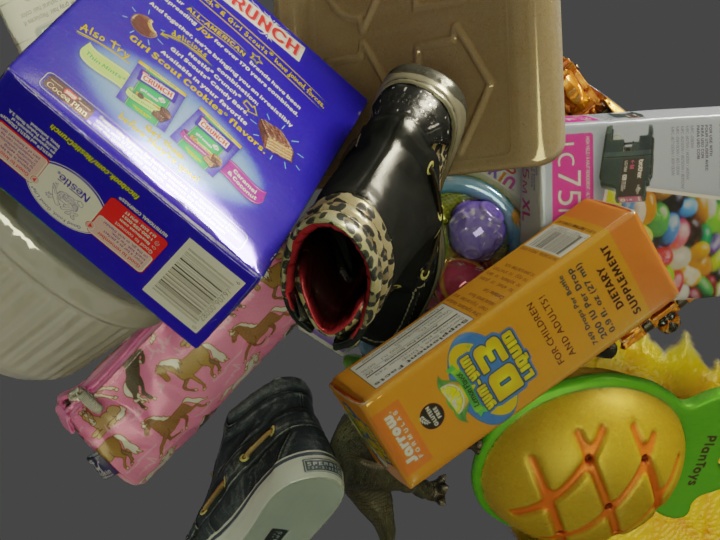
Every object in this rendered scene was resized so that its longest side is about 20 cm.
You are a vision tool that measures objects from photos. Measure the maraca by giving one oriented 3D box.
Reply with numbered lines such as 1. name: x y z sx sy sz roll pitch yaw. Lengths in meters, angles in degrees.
1. maraca: 0.170 0.126 1.001 0.199 0.107 0.138 2 127 -18

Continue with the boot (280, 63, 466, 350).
1. boot: -0.001 -0.001 0.856 0.073 0.154 0.204 20 133 10

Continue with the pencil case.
1. pencil case: -0.109 0.048 0.973 0.083 0.087 0.200 45 92 4

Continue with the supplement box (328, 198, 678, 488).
1. supplement box: 0.084 0.041 0.863 0.200 0.069 0.067 -35 108 -8

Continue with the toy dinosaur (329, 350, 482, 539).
1. toy dinosaur: 0.021 0.113 0.986 0.102 0.077 0.200 10 142 -12

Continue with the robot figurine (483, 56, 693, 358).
1. robot figurine: 0.157 -0.034 0.994 0.145 0.058 0.200 -37 101 7

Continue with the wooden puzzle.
1. wooden puzzle: 0.037 -0.149 0.923 0.199 0.046 0.187 -3 88 34

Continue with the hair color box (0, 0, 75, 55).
1. hair color box: -0.196 -0.217 0.931 0.099 0.061 0.201 -24 100 0

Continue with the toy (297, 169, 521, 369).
1. toy: 0.052 0.001 0.965 0.115 0.047 0.200 33 116 -3

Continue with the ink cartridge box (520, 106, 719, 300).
1. ink cartridge box: 0.199 -0.042 0.939 0.199 0.042 0.120 -6 103 -18

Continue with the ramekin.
1. ramekin: -0.212 -0.023 0.901 0.094 0.202 0.202 -42 101 14

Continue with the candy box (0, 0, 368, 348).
1. candy box: -0.102 -0.083 0.831 0.169 0.200 0.077 40 129 -10

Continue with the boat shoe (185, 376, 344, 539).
1. boat shoe: -0.081 0.164 1.007 0.071 0.091 0.200 18 127 -33
